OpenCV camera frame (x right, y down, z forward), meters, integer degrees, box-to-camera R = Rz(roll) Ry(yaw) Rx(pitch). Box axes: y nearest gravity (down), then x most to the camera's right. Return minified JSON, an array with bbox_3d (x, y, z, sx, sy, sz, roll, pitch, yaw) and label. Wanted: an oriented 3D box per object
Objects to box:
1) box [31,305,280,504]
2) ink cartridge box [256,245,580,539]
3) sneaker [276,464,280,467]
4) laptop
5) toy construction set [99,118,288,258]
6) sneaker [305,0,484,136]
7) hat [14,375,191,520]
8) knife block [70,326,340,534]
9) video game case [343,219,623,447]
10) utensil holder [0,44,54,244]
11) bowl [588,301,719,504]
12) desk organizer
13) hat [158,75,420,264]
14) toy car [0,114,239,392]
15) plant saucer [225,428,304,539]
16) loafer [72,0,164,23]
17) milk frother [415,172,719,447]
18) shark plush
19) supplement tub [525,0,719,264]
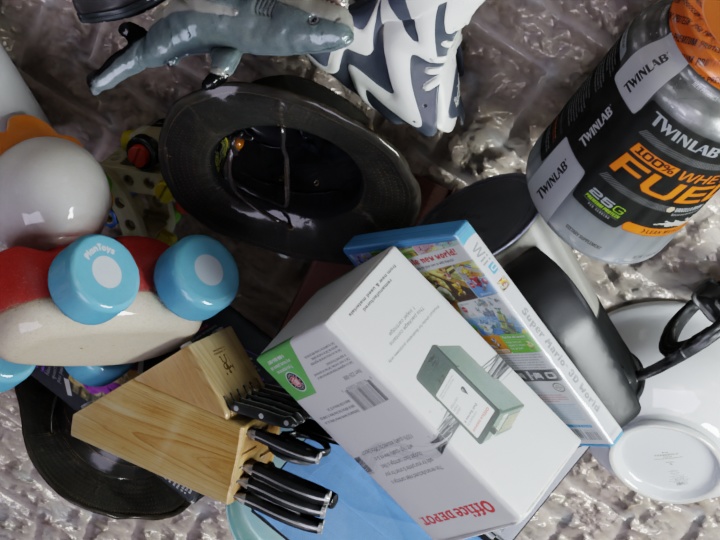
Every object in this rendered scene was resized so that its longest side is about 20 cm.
[{"bbox_3d":[-0.168,0.081,1.563,0.200,0.122,0.106,37,124,15],"label":"box"},{"bbox_3d":[0.040,0.095,1.338,0.200,0.084,0.146,46,153,-8],"label":"ink cartridge box"},{"bbox_3d":[-0.066,0.172,1.725,0.200,0.076,0.088,31,171,-24],"label":"sneaker"},{"bbox_3d":[0.053,0.159,1.471,0.187,0.116,0.200,38,105,4],"label":"laptop"},{"bbox_3d":[-0.134,-0.056,1.490,0.199,0.092,0.132,2,119,15],"label":"toy construction set"},{"bbox_3d":[0.059,-0.162,1.312,0.199,0.080,0.130,-21,124,37],"label":"sneaker"},{"bbox_3d":[-0.209,0.125,1.644,0.200,0.201,0.081,32,121,-10],"label":"hat"},{"bbox_3d":[-0.109,0.144,1.434,0.200,0.064,0.176,-30,87,31],"label":"knife block"},{"bbox_3d":[0.087,0.049,1.324,0.200,0.018,0.143,52,153,-19],"label":"video game case"},{"bbox_3d":[-0.346,-0.129,1.454,0.169,0.170,0.200,-7,133,28],"label":"utensil holder"},{"bbox_3d":[0.258,0.126,1.510,0.200,0.090,0.201,12,136,12],"label":"bowl"},{"bbox_3d":[0.000,0.000,1.507,0.077,0.072,0.200,27,137,-1],"label":"desk organizer"},{"bbox_3d":[-0.045,-0.091,1.371,0.200,0.081,0.201,12,140,10],"label":"hat"},{"bbox_3d":[-0.216,-0.031,1.405,0.177,0.201,0.184,-1,159,-40],"label":"toy car"},{"bbox_3d":[-0.028,0.193,1.672,0.199,0.027,0.201,-6,112,-14],"label":"plant saucer"},{"bbox_3d":[-0.137,-0.242,1.328,0.200,0.073,0.072,-24,112,27],"label":"loafer"},{"bbox_3d":[0.172,0.010,1.391,0.180,0.200,0.188,12,141,53],"label":"milk frother"},{"bbox_3d":[-0.104,-0.167,1.286,0.199,0.084,0.091,-13,162,5],"label":"shark plush"},{"bbox_3d":[0.210,-0.104,1.273,0.122,0.123,0.200,29,137,-7],"label":"supplement tub"}]
